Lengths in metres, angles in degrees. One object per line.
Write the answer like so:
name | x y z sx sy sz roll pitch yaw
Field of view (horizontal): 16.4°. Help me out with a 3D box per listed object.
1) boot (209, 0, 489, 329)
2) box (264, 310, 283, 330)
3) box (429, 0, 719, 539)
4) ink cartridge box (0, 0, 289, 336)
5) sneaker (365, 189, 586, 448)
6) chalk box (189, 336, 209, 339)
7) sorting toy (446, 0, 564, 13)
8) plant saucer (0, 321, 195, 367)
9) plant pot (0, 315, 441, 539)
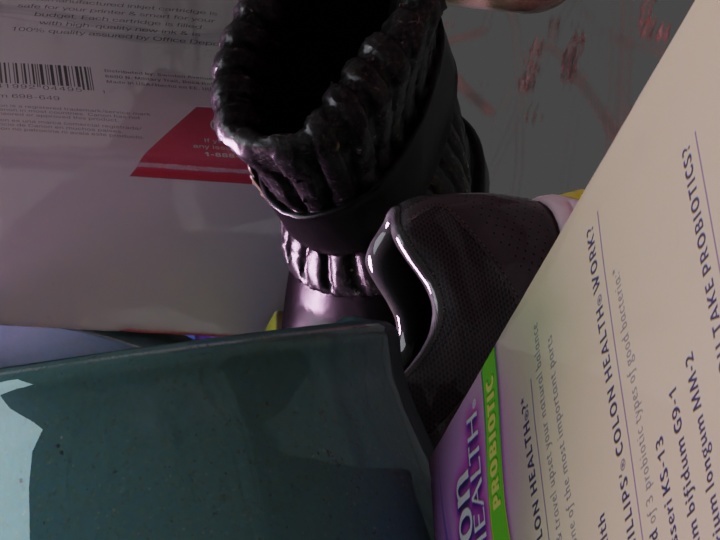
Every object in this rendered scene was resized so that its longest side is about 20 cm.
boot | -0.002 -0.001 0.835 0.158 0.079 0.212 72 -162 -64
box | -0.005 0.117 0.904 0.050 0.075 0.201 124 150 -57
box | 0.094 0.064 0.526 0.200 0.096 0.176 117 156 -47
ink cartridge box | -0.101 -0.059 1.016 0.200 0.145 0.085 -107 24 -56
sneaker | 0.032 0.070 0.770 0.074 0.084 0.201 137 139 -68
chalk box | -0.122 0.015 1.141 0.125 0.199 0.124 127 148 -59
sorting toy | 0.055 -0.190 0.937 0.200 0.036 0.186 -156 75 -70
plant saucer | -0.094 0.074 1.042 0.200 0.199 0.027 122 172 -55
plant pot | -0.043 0.113 0.670 0.200 0.199 0.189 163 100 -73
